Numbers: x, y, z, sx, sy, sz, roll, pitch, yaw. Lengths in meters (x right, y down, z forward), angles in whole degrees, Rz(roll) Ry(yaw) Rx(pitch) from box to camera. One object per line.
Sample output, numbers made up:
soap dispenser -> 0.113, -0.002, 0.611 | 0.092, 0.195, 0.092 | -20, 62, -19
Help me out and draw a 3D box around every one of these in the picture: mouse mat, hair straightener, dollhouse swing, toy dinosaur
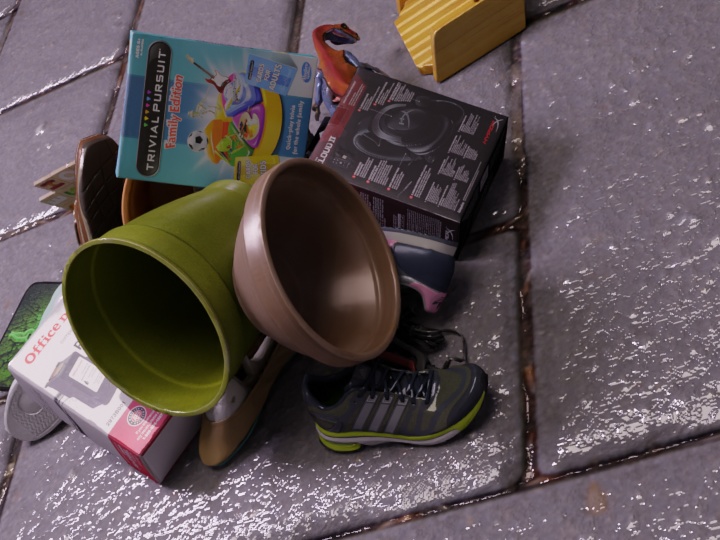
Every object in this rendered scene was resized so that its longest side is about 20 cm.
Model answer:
mouse mat -> -0.392, 0.081, 1.738 | 0.198, 0.008, 0.163 | -2, 56, 39
hair straightener -> 0.035, 0.060, 1.398 | 0.199, 0.041, 0.077 | 15, 62, 47
dollhouse swing -> 0.098, -0.381, 1.688 | 0.180, 0.176, 0.201 | -31, 39, 9
toy dinosaur -> -0.014, -0.246, 1.672 | 0.104, 0.200, 0.183 | -23, 69, -6

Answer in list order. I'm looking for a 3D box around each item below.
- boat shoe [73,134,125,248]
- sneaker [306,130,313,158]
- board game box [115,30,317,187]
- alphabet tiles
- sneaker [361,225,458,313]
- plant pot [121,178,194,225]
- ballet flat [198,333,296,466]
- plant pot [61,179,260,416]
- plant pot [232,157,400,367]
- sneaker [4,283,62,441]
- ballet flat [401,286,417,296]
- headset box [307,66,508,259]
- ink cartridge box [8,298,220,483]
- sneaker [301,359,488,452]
boat shoe -> -0.305, -0.058, 1.599 | 0.075, 0.203, 0.073 | -23, 28, -40
sneaker -> -0.077, -0.097, 1.644 | 0.080, 0.075, 0.201 | -52, 36, 30
board game box -> -0.154, -0.165, 1.464 | 0.047, 0.197, 0.153 | -134, 50, -73
alphabet tiles -> -0.292, -0.099, 1.691 | 0.166, 0.199, 0.008 | -21, 66, 35
sneaker -> 0.003, -0.006, 1.417 | 0.198, 0.070, 0.083 | 9, 90, 31
plant pot -> -0.175, -0.083, 1.575 | 0.199, 0.201, 0.140 | -39, 16, -1
ballet flat -> -0.124, 0.110, 1.459 | 0.068, 0.063, 0.201 | 7, 57, 43
plant pot -> -0.164, 0.008, 1.393 | 0.198, 0.202, 0.193 | -3, 29, 36
plant pot -> -0.057, 0.004, 1.309 | 0.092, 0.201, 0.203 | -25, 38, 32
sneaker -> -0.362, 0.102, 1.648 | 0.202, 0.073, 0.118 | -63, 13, 9
ballet flat -> 0.000, 0.000, 1.488 | 0.198, 0.046, 0.069 | -6, 80, 32
headset box -> 0.041, -0.120, 1.477 | 0.197, 0.078, 0.150 | 19, 60, 13
ink cartridge box -> -0.259, 0.111, 1.491 | 0.198, 0.085, 0.145 | 28, 69, 24
sneaker -> 0.028, 0.121, 1.310 | 0.198, 0.081, 0.075 | -15, 43, 27
